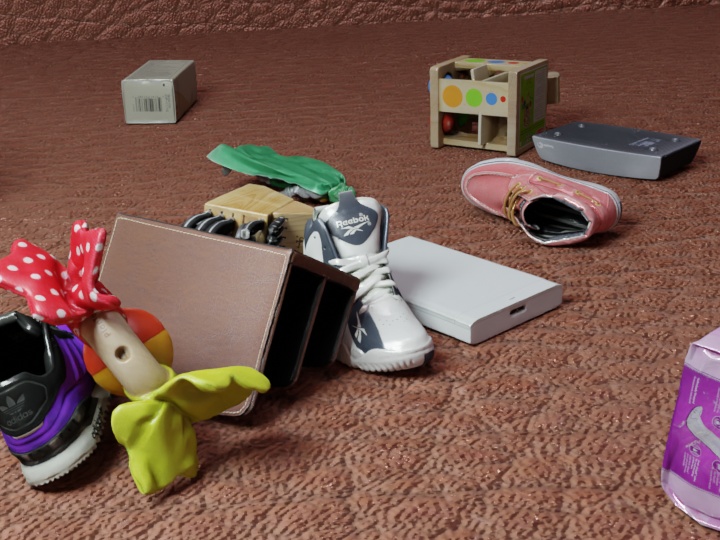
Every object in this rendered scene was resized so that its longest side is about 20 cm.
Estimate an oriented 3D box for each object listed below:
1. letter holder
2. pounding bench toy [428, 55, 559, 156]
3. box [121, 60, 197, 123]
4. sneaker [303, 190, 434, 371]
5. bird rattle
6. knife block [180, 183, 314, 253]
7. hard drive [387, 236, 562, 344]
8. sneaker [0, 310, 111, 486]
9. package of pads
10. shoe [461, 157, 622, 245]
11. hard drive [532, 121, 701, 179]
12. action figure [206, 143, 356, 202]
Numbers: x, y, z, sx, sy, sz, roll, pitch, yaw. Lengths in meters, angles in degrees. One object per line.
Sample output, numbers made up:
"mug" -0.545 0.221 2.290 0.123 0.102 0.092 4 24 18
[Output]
"letter holder" -0.124 0.046 0.865 0.200 0.142 0.101 12 -7 34
"pounding bench toy" 0.206 -0.266 1.593 0.156 0.124 0.200 10 24 29
"box" -0.358 -0.324 1.853 0.095 0.078 0.200 0 21 4
"sneaker" 0.000 0.000 0.905 0.079 0.130 0.199 -9 22 -17
"bird rattle" -0.173 0.058 0.726 0.113 0.200 0.163 -48 5 -13
"knife block" -0.135 -0.041 1.068 0.175 0.064 0.200 -1 17 -35
"hard drive" 0.077 0.014 1.008 0.132 0.026 0.200 -19 28 -39
"sneaker" -0.235 0.065 0.769 0.070 0.100 0.200 -28 23 0
"package of pads" 0.284 0.080 0.686 0.076 0.121 0.200 24 32 39
"shoe" 0.192 -0.081 1.182 0.200 0.072 0.091 17 22 30
"hard drive" 0.358 -0.171 1.447 0.200 0.042 0.135 17 27 39
"action figure" -0.087 -0.119 1.331 0.200 0.055 0.118 21 29 32
